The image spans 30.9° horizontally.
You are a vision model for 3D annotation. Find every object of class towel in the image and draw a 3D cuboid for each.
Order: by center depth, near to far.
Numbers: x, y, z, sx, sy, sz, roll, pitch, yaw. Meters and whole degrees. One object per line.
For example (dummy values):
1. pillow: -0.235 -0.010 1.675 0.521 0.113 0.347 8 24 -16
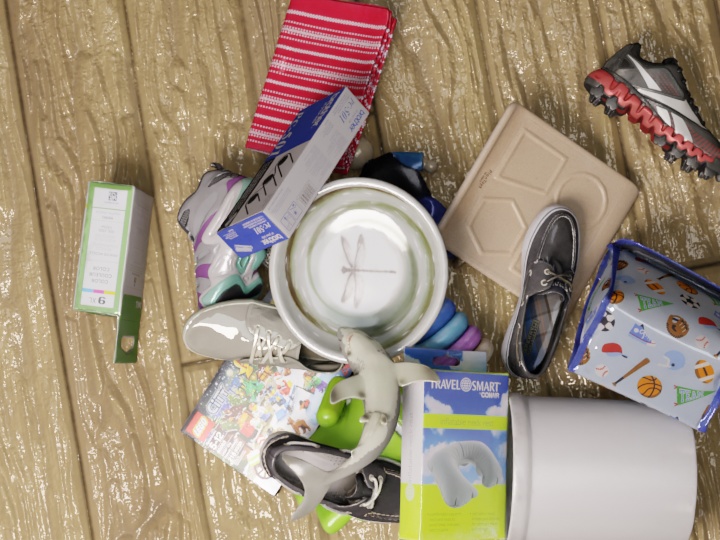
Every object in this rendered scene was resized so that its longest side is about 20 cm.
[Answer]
1. towel: -0.048 -0.225 1.542 0.143 0.022 0.203 16 86 22

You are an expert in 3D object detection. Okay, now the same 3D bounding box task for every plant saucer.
1. plant saucer: 0.000 0.000 1.431 0.197 0.050 0.204 0 92 8

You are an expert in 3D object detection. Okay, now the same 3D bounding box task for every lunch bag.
1. lunch bag: 0.334 0.054 1.442 0.168 0.200 0.125 27 119 4

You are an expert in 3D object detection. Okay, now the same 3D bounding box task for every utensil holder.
1. utensil holder: 0.257 0.226 1.442 0.196 0.170 0.173 3 86 0

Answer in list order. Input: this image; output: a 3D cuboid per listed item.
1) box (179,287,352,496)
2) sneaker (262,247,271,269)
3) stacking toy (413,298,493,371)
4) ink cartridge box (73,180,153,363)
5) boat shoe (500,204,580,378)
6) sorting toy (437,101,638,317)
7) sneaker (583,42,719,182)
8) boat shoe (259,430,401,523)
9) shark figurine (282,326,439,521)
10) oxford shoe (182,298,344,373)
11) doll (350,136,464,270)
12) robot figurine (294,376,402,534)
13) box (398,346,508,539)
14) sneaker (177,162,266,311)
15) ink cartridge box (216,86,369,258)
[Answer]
1. box: -0.101 0.141 1.527 0.136 0.038 0.202 32 87 4
2. sneaker: -0.049 -0.003 1.509 0.199 0.091 0.078 36 87 5
3. stacking toy: 0.065 0.036 1.485 0.085 0.085 0.201 -36 95 -1
4. ink cartridge box: -0.289 0.004 1.513 0.058 0.104 0.204 5 86 3
5. boat shoe: 0.209 0.026 1.469 0.069 0.066 0.203 18 91 -16
6. sorting toy: 0.203 -0.066 1.512 0.199 0.036 0.187 32 87 -16
7. sneaker: 0.361 -0.189 1.516 0.200 0.071 0.098 39 90 6
8. boat shoe: -0.012 0.224 1.386 0.198 0.060 0.075 25 88 -12
9. shark figurine: 0.007 0.166 1.344 0.126 0.090 0.216 11 51 13
10. oxford shoe: -0.101 0.078 1.461 0.197 0.058 0.076 7 116 -9
11. doll: 0.044 -0.074 1.532 0.136 0.048 0.201 -37 85 -2
12. robot figurine: 0.012 0.201 1.478 0.200 0.116 0.176 -43 103 -1
13. box: 0.101 0.186 1.399 0.120 0.047 0.204 6 83 -33
14. sneaker: -0.174 -0.026 1.520 0.139 0.077 0.203 30 106 40
15. ink cartridge box: -0.072 -0.107 1.421 0.044 0.093 0.201 45 54 -20
